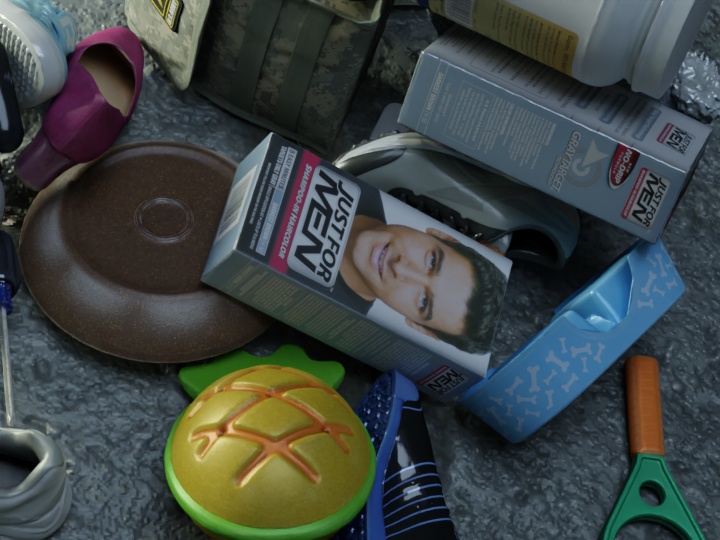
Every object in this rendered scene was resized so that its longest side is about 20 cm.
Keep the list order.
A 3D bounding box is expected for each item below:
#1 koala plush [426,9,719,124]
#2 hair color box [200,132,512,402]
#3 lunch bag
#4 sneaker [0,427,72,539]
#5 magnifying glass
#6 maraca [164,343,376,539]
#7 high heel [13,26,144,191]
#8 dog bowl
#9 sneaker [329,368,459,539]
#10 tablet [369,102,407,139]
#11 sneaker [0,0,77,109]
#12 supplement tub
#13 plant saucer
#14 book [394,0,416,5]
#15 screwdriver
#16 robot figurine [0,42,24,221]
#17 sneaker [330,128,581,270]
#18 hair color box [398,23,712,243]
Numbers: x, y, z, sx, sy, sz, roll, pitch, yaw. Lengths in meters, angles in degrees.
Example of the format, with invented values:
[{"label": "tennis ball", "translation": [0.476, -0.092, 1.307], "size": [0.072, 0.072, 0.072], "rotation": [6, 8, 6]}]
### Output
[{"label": "koala plush", "translation": [0.181, -0.166, 1.392], "size": [0.177, 0.184, 0.201], "rotation": [-35, 73, 15]}, {"label": "hair color box", "translation": [0.000, 0.000, 1.251], "size": [0.199, 0.061, 0.100], "rotation": [28, 57, -18]}, {"label": "lunch bag", "translation": [-0.081, -0.202, 1.340], "size": [0.199, 0.164, 0.118], "rotation": [25, 54, 0]}, {"label": "sneaker", "translation": [-0.275, 0.124, 1.121], "size": [0.198, 0.100, 0.078], "rotation": [-6, 60, -18]}, {"label": "magnifying glass", "translation": [0.202, 0.151, 1.279], "size": [0.079, 0.022, 0.201], "rotation": [8, 58, -9]}, {"label": "maraca", "translation": [-0.060, 0.109, 1.189], "size": [0.136, 0.108, 0.201], "rotation": [2, 33, -8]}, {"label": "high heel", "translation": [-0.174, -0.134, 1.293], "size": [0.067, 0.096, 0.201], "rotation": [41, 35, -19]}, {"label": "dog bowl", "translation": [0.154, 0.048, 1.281], "size": [0.050, 0.111, 0.200], "rotation": [49, 58, 2]}, {"label": "sneaker", "translation": [0.027, 0.161, 1.204], "size": [0.078, 0.070, 0.201], "rotation": [28, 47, -22]}, {"label": "tablet", "translation": [0.045, -0.031, 1.357], "size": [0.129, 0.014, 0.201], "rotation": [24, 55, 2]}, {"label": "sneaker", "translation": [-0.232, -0.167, 1.282], "size": [0.081, 0.074, 0.200], "rotation": [-20, 26, -23]}, {"label": "supplement tub", "translation": [0.141, -0.214, 1.248], "size": [0.199, 0.145, 0.145], "rotation": [27, 55, 11]}, {"label": "plant saucer", "translation": [-0.138, -0.026, 1.275], "size": [0.199, 0.037, 0.201], "rotation": [5, 49, -6]}, {"label": "book", "translation": [-0.003, -0.277, 1.484], "size": [0.198, 0.048, 0.134], "rotation": [-1, 61, -14]}, {"label": "screwdriver", "translation": [-0.229, 0.035, 1.191], "size": [0.029, 0.028, 0.200], "rotation": [-25, 38, -1]}, {"label": "robot figurine", "translation": [-0.309, -0.093, 1.227], "size": [0.124, 0.150, 0.201], "rotation": [-8, 73, -30]}, {"label": "sneaker", "translation": [0.070, -0.048, 1.324], "size": [0.198, 0.074, 0.080], "rotation": [9, 61, -9]}, {"label": "hair color box", "translation": [0.138, -0.102, 1.284], "size": [0.199, 0.061, 0.099], "rotation": [26, 30, 10]}]
